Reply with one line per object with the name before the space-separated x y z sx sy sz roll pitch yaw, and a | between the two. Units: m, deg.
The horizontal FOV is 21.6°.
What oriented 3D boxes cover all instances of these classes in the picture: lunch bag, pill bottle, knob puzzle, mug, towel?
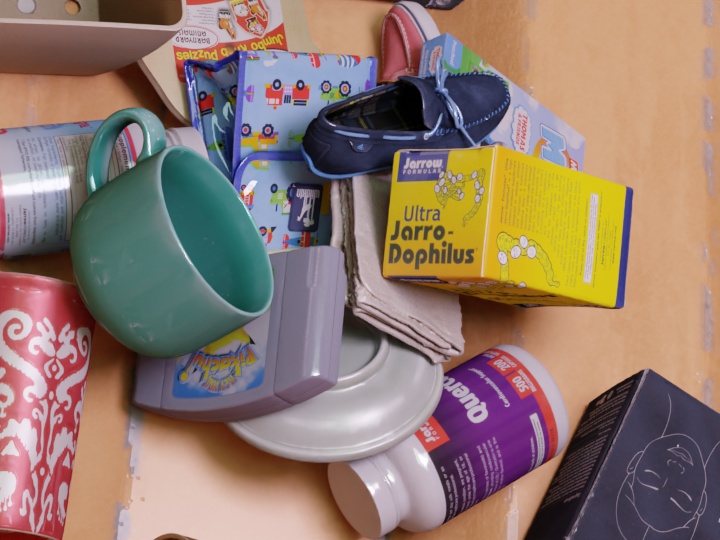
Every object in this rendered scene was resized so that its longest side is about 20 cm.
lunch bag | -0.067 -0.089 1.667 0.151 0.094 0.200 -3 91 -38
pill bottle | -0.233 -0.072 1.597 0.200 0.109 0.109 -7 74 -23
knob puzzle | -0.124 -0.193 1.717 0.220 0.030 0.220 12 69 -33
pill bottle | 0.074 0.151 1.623 0.200 0.112 0.112 -27 82 -26
mug | -0.302 0.115 1.509 0.177 0.133 0.200 -1 73 12
towel | 0.031 -0.022 1.620 0.133 0.034 0.200 32 40 -34
mug | -0.161 -0.019 1.513 0.152 0.114 0.185 39 30 -45

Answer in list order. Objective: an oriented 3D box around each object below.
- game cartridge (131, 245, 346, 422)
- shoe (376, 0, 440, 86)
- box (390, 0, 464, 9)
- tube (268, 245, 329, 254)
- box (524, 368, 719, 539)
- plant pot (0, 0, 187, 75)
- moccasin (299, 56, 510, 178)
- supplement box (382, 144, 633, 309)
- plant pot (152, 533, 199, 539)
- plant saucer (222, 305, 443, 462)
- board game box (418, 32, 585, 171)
game cartridge | -0.104 0.057 1.559 0.040 0.200 0.133 27 59 -51
shoe | 0.032 -0.154 1.742 0.091 0.071 0.200 -6 78 -27
box | 0.007 -0.341 1.801 0.200 0.044 0.160 4 70 -28
tube | 0.000 0.000 1.651 0.200 0.058 0.052 -2 77 -40
box | 0.269 0.229 1.658 0.200 0.124 0.197 33 62 -6
plant pot | -0.272 -0.263 1.614 0.200 0.177 0.200 0 71 -19
moccasin | 0.047 -0.129 1.600 0.200 0.068 0.080 -24 64 -26
supplement box | 0.127 -0.033 1.589 0.200 0.109 0.110 12 81 -47
plant pot | -0.073 0.311 1.489 0.200 0.186 0.186 12 67 -30
plant saucer | -0.029 0.076 1.592 0.200 0.050 0.200 0 40 0
board game box | 0.126 -0.103 1.726 0.200 0.037 0.151 33 52 -35
